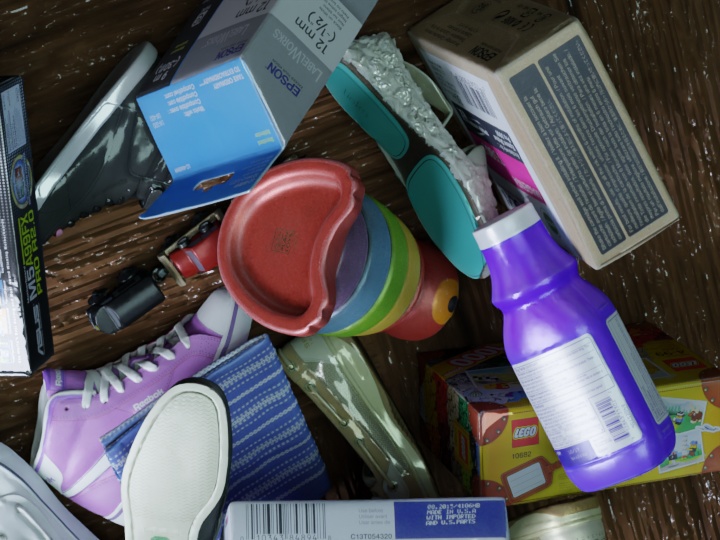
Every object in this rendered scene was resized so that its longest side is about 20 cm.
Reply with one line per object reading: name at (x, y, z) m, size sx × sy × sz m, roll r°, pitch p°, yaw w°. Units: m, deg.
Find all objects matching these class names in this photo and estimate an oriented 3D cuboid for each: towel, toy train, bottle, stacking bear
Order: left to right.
toy train at (-0.114, -0.020, 1.424) m, size 0.199 × 0.046 × 0.034 m, roll -37°, pitch 112°, yaw -5°
towel at (-0.100, 0.146, 1.435) m, size 0.144 × 0.024 × 0.201 m, roll -34°, pitch 141°, yaw -12°
stacking bear at (0.000, 0.000, 1.410) m, size 0.199 × 0.113 × 0.122 m, roll 21°, pitch 83°, yaw -52°
bottle at (0.143, 0.051, 1.361) m, size 0.083 × 0.065 × 0.201 m, roll -26°, pitch 93°, yaw 35°

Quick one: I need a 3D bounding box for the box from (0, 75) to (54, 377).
box at (-0.298, -0.029, 1.326) m, size 0.159 × 0.044 × 0.202 m, roll 1°, pitch 107°, yaw 14°

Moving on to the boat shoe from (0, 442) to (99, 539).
boat shoe at (-0.254, 0.188, 1.414) m, size 0.073 × 0.066 × 0.200 m, roll -35°, pitch 115°, yaw 29°

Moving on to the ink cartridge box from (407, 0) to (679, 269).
ink cartridge box at (0.126, -0.107, 1.393) m, size 0.075 × 0.200 × 0.165 m, roll -32°, pitch 111°, yaw -6°

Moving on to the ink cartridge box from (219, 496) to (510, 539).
ink cartridge box at (-0.006, 0.204, 1.430) m, size 0.195 × 0.200 × 0.044 m, roll -1°, pitch 73°, yaw -9°

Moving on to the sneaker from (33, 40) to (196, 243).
sneaker at (-0.178, -0.054, 1.380) m, size 0.099 × 0.071 × 0.200 m, roll 40°, pitch 86°, yaw -18°

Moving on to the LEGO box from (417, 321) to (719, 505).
LEGO box at (0.159, 0.107, 1.488) m, size 0.198 × 0.149 × 0.078 m, roll -7°, pitch 107°, yaw -16°

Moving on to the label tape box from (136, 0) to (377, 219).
label tape box at (-0.080, -0.135, 1.311) m, size 0.066 × 0.143 × 0.201 m, roll 44°, pitch 61°, yaw -22°

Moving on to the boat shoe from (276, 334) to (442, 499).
boat shoe at (0.007, 0.130, 1.491) m, size 0.063 × 0.073 × 0.202 m, roll -29°, pitch 109°, yaw 1°

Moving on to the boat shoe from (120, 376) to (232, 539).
boat shoe at (-0.128, 0.156, 1.369) m, size 0.071 × 0.068 × 0.201 m, roll 12°, pitch 118°, yaw 3°

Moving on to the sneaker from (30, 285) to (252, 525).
sneaker at (-0.165, 0.080, 1.423) m, size 0.114 × 0.073 × 0.201 m, roll 32°, pitch 93°, yaw -19°

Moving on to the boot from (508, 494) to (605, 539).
boot at (0.143, 0.264, 1.479) m, size 0.072 × 0.200 × 0.157 m, roll -10°, pitch 75°, yaw -26°

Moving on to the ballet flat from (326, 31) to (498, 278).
ballet flat at (0.053, -0.091, 1.417) m, size 0.072 × 0.072 × 0.201 m, roll -35°, pitch 86°, yaw -5°
